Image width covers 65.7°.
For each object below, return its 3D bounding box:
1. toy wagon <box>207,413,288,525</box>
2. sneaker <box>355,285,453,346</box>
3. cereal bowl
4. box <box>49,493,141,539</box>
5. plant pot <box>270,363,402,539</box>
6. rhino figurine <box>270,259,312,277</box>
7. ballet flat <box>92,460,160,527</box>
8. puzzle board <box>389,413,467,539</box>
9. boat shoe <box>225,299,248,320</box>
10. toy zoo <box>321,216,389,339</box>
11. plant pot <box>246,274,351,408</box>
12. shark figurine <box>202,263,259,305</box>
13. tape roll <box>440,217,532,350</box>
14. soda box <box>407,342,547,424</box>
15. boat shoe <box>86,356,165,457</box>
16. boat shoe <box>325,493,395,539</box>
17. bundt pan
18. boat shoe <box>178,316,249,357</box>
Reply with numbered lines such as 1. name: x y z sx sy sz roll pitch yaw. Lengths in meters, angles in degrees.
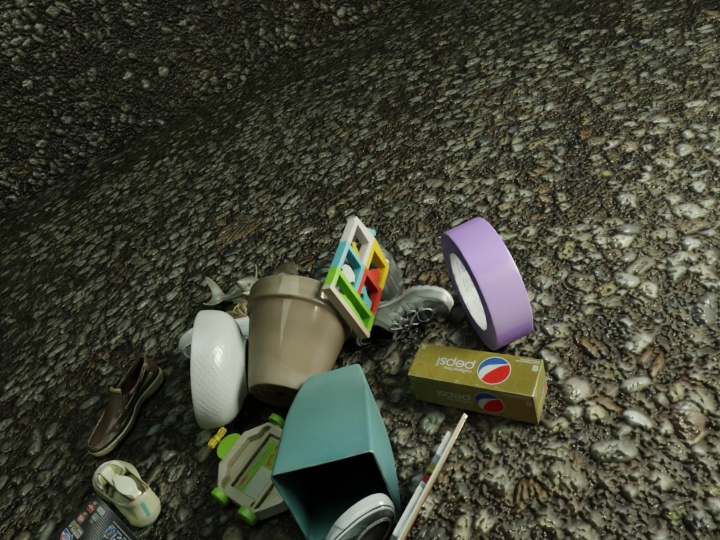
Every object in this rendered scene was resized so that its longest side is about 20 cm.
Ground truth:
1. toy wagon: -0.166 0.302 0.883 0.197 0.040 0.156 10 48 40
2. sneaker: 0.076 0.091 0.999 0.196 0.075 0.083 -21 40 24
3. cereal bowl: -0.235 0.169 0.970 0.081 0.204 0.202 -3 36 -6
4. box: -0.406 0.451 0.827 0.197 0.045 0.160 14 50 41
5. plant pot: -0.028 0.242 0.803 0.138 0.144 0.202 -16 30 10
6. rhino figurine: -0.146 0.012 1.183 0.085 0.061 0.200 4 11 -2
7. ballet flat: -0.400 0.354 0.928 0.197 0.070 0.070 11 47 39
8. puzzle board: 0.069 0.285 0.686 0.017 0.152 0.201 27 55 17
9. boat shoe: -0.235 0.090 1.168 0.195 0.065 0.072 -12 37 15
10. toy zoo: 0.000 0.000 0.989 0.020 0.132 0.203 -12 40 31
11. plant pot: -0.117 0.135 0.965 0.195 0.201 0.177 -5 57 24
12. shark figurine: -0.256 0.030 1.229 0.212 0.126 0.092 -14 69 52
13. tape roll: 0.199 0.021 0.896 0.064 0.203 0.201 -22 35 -2
14. soda box: 0.174 0.167 0.843 0.196 0.065 0.068 3 43 33
15. boat shoe: -0.467 0.255 1.081 0.073 0.076 0.204 -2 41 26
16. boat shoe: -0.021 0.371 0.682 0.201 0.072 0.071 -48 32 -6
17. bundt pan: -0.014 0.014 1.133 0.197 0.077 0.204 -15 37 11
18. boat shoe: -0.278 0.150 1.123 0.195 0.073 0.069 -9 37 5
